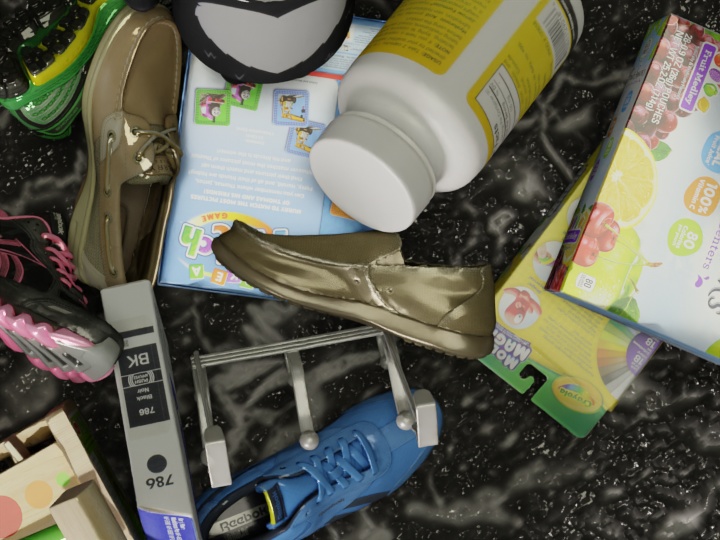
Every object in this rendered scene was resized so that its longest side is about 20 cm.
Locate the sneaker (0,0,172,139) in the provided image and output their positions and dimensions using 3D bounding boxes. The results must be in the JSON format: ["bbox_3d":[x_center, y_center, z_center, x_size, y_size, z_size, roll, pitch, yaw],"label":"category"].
[{"bbox_3d":[-0.170,-0.173,1.495,0.200,0.085,0.078,-44,53,-14],"label":"sneaker"}]

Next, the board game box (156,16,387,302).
[{"bbox_3d":[-0.053,-0.079,1.514,0.150,0.037,0.202,8,88,-4],"label":"board game box"}]

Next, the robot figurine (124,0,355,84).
[{"bbox_3d":[-0.061,-0.196,1.395,0.125,0.200,0.150,41,68,15],"label":"robot figurine"}]

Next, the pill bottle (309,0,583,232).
[{"bbox_3d":[0.054,-0.123,1.451,0.111,0.111,0.200,40,62,-3],"label":"pill bottle"}]

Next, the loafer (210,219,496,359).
[{"bbox_3d":[0.000,0.000,1.458,0.199,0.076,0.068,18,92,-2],"label":"loafer"}]

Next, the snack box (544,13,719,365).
[{"bbox_3d":[0.239,-0.046,1.477,0.168,0.068,0.201,23,89,-5],"label":"snack box"}]

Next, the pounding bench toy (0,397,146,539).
[{"bbox_3d":[-0.229,0.179,1.419,0.155,0.200,0.125,-29,92,-4],"label":"pounding bench toy"}]

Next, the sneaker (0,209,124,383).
[{"bbox_3d":[-0.216,0.003,1.447,0.199,0.079,0.096,26,69,38],"label":"sneaker"}]

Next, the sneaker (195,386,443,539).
[{"bbox_3d":[-0.028,0.144,1.497,0.199,0.078,0.066,-28,90,-5],"label":"sneaker"}]

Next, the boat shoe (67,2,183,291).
[{"bbox_3d":[-0.146,-0.078,1.466,0.072,0.065,0.201,-2,111,-46],"label":"boat shoe"}]

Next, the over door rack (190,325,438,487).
[{"bbox_3d":[-0.035,0.095,1.439,0.147,0.200,0.067,-11,106,-5],"label":"over door rack"}]

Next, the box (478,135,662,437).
[{"bbox_3d":[0.169,0.005,1.527,0.117,0.048,0.200,38,85,-4],"label":"box"}]

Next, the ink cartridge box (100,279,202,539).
[{"bbox_3d":[-0.132,0.117,1.437,0.039,0.100,0.201,-12,61,-4],"label":"ink cartridge box"}]
